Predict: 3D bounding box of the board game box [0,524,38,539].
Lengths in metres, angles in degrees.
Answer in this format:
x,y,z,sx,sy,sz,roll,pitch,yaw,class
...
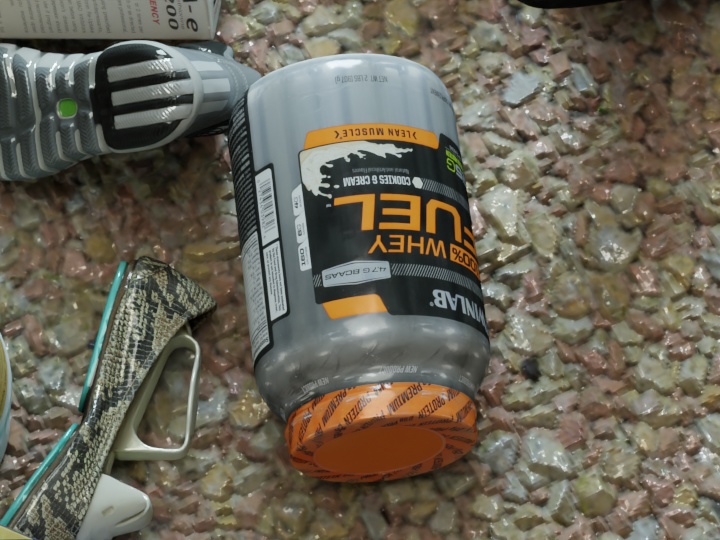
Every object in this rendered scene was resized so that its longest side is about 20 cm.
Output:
x,y,z,sx,sy,sz,roll,pitch,yaw,class
-0.171,0.194,1.189,0.035,0.200,0.136,-12,59,39,board game box

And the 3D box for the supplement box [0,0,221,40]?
x,y,z,sx,sy,sz,roll,pitch,yaw,class
-0.175,-0.193,1.404,0.200,0.074,0.126,1,44,6,supplement box

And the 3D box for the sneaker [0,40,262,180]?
x,y,z,sx,sy,sz,roll,pitch,yaw,class
-0.136,-0.090,1.380,0.200,0.115,0.075,2,98,40,sneaker

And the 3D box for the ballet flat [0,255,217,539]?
x,y,z,sx,sy,sz,roll,pitch,yaw,class
-0.128,0.087,1.302,0.075,0.068,0.200,25,67,-1,ballet flat

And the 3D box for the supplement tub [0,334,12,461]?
x,y,z,sx,sy,sz,roll,pitch,yaw,class
-0.255,0.045,1.253,0.144,0.200,0.145,-2,65,5,supplement tub

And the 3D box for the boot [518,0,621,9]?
x,y,z,sx,sy,sz,roll,pitch,yaw,class
0.123,-0.224,1.341,0.073,0.203,0.154,-24,80,40,boot

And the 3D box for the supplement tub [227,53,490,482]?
x,y,z,sx,sy,sz,roll,pitch,yaw,class
0.000,0.000,1.292,0.122,0.123,0.200,-9,67,2,supplement tub
